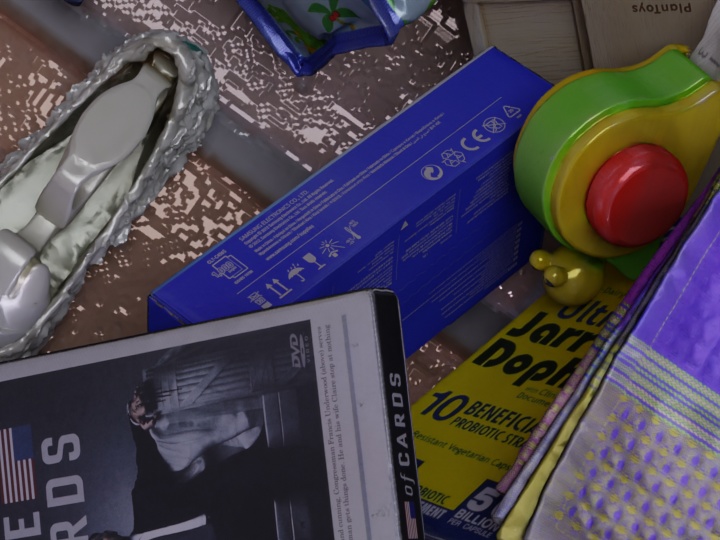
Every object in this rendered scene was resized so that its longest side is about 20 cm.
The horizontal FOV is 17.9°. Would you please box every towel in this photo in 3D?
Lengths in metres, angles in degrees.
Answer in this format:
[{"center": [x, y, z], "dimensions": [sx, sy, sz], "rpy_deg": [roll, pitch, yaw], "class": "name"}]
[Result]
[{"center": [0.154, 0.048, 0.810], "dimensions": [0.143, 0.023, 0.201], "rpy_deg": [35, 88, -3], "class": "towel"}]

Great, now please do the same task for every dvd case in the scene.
[{"center": [-0.069, 0.097, 0.807], "dimensions": [0.199, 0.025, 0.152], "rpy_deg": [-12, 80, 27], "class": "dvd case"}]

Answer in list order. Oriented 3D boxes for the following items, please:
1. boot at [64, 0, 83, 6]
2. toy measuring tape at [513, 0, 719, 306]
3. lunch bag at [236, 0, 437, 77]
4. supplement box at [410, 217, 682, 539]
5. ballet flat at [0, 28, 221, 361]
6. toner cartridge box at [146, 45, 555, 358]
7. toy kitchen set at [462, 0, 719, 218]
[{"center": [-0.080, -0.207, 0.970], "dimensions": [0.200, 0.073, 0.090], "rpy_deg": [-43, 103, -5], "class": "boot"}, {"center": [0.108, -0.074, 0.876], "dimensions": [0.073, 0.074, 0.201], "rpy_deg": [18, 113, -8], "class": "toy measuring tape"}, {"center": [-0.007, -0.210, 0.912], "dimensions": [0.170, 0.127, 0.200], "rpy_deg": [-42, 101, -22], "class": "lunch bag"}, {"center": [0.102, 0.080, 0.910], "dimensions": [0.200, 0.109, 0.110], "rpy_deg": [-38, 120, -26], "class": "supplement box"}, {"center": [-0.132, -0.024, 0.939], "dimensions": [0.072, 0.072, 0.200], "rpy_deg": [38, 81, -5], "class": "ballet flat"}, {"center": [0.000, 0.000, 0.911], "dimensions": [0.043, 0.095, 0.200], "rpy_deg": [36, 54, 25], "class": "toner cartridge box"}, {"center": [0.173, -0.101, 1.008], "dimensions": [0.198, 0.181, 0.164], "rpy_deg": [1, 126, 22], "class": "toy kitchen set"}]
